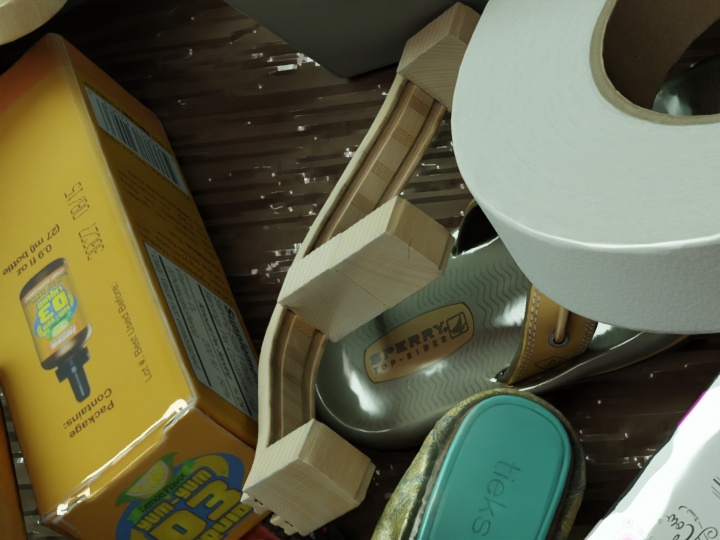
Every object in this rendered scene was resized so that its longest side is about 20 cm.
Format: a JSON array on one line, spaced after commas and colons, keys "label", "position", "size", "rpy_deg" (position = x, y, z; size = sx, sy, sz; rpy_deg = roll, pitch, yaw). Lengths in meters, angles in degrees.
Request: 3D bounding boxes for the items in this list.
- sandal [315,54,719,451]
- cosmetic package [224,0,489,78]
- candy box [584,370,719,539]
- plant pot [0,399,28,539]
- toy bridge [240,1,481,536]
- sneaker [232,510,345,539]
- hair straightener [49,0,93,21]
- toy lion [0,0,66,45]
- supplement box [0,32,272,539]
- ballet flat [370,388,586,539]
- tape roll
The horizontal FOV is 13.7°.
[{"label": "sandal", "position": [0.054, -0.004, 0.958], "size": [0.199, 0.054, 0.082], "rpy_deg": [-26, 62, 28]}, {"label": "cosmetic package", "position": [-0.013, -0.140, 0.961], "size": [0.106, 0.200, 0.091], "rpy_deg": [-15, 70, 23]}, {"label": "candy box", "position": [0.102, 0.117, 0.855], "size": [0.061, 0.136, 0.200], "rpy_deg": [42, 98, 34]}, {"label": "plant pot", "position": [-0.177, 0.105, 0.917], "size": [0.199, 0.200, 0.184], "rpy_deg": [-26, 38, 22]}, {"label": "toy bridge", "position": [0.000, 0.000, 0.961], "size": [0.067, 0.027, 0.201], "rpy_deg": [-34, 28, 46]}, {"label": "sneaker", "position": [-0.037, 0.179, 0.963], "size": [0.082, 0.078, 0.201], "rpy_deg": [-21, 58, 32]}, {"label": "hair straightener", "position": [-0.158, -0.090, 1.065], "size": [0.199, 0.077, 0.041], "rpy_deg": [-21, 105, -3]}, {"label": "toy lion", "position": [-0.201, -0.105, 1.047], "size": [0.200, 0.069, 0.191], "rpy_deg": [-38, 32, -15]}, {"label": "supplement box", "position": [-0.085, 0.011, 1.005], "size": [0.066, 0.069, 0.200], "rpy_deg": [-38, 41, 14]}, {"label": "ballet flat", "position": [0.014, 0.130, 0.922], "size": [0.070, 0.071, 0.201], "rpy_deg": [10, 61, 32]}, {"label": "tape roll", "position": [0.121, -0.067, 0.853], "size": [0.202, 0.037, 0.203], "rpy_deg": [-22, 37, 17]}]
